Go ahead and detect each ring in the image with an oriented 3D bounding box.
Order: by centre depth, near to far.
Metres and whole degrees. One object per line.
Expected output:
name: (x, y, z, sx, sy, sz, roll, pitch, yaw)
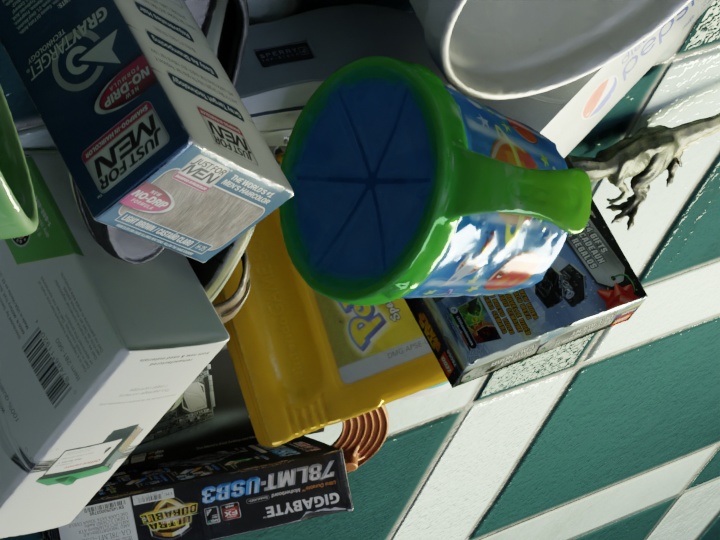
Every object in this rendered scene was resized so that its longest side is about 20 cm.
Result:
ring: (-0.078, 0.122, 1.609, 0.200, 0.019, 0.201, 0, 146, 0)

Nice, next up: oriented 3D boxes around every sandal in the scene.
sandal: (-0.101, 0.006, 1.305, 0.057, 0.080, 0.201, -15, 147, -33)

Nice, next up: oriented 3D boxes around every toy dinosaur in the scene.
toy dinosaur: (0.223, -0.086, 1.637, 0.200, 0.047, 0.088, -26, 150, -19)

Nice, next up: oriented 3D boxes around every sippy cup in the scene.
sippy cup: (0.045, -0.042, 1.201, 0.130, 0.178, 0.140, 10, 121, -43)

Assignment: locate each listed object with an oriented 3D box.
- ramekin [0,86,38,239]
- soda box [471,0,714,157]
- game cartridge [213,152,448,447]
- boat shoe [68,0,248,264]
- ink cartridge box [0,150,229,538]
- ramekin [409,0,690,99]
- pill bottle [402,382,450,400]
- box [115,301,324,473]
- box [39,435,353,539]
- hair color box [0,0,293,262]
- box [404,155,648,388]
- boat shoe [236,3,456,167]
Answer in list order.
ramekin: (-0.219, -0.093, 0.916, 0.097, 0.200, 0.200, -21, 156, -2)
soda box: (0.149, -0.150, 1.328, 0.200, 0.063, 0.068, -46, 159, -8)
game cartridge: (0.000, 0.000, 1.390, 0.200, 0.177, 0.032, -20, -175, -26)
boat shoe: (-0.109, -0.083, 1.148, 0.073, 0.063, 0.202, -2, 127, -27)
ink cartridge box: (-0.188, 0.046, 1.282, 0.084, 0.146, 0.200, -4, 146, -46)
ramekin: (0.106, -0.198, 1.197, 0.200, 0.105, 0.200, -26, 156, -12)
pill bottle: (0.040, 0.020, 1.544, 0.111, 0.111, 0.200, -24, 156, -15)
box: (-0.113, 0.059, 1.440, 0.199, 0.050, 0.158, -10, 138, -21)
box: (-0.121, 0.154, 1.476, 0.198, 0.050, 0.200, -9, -178, -12)
hair color box: (-0.118, -0.107, 0.992, 0.060, 0.200, 0.100, -37, 155, 15)
box: (0.074, -0.039, 1.354, 0.137, 0.200, 0.040, -19, 159, -24)
boat shoe: (-0.035, -0.098, 1.267, 0.202, 0.075, 0.086, -12, 150, -31)
